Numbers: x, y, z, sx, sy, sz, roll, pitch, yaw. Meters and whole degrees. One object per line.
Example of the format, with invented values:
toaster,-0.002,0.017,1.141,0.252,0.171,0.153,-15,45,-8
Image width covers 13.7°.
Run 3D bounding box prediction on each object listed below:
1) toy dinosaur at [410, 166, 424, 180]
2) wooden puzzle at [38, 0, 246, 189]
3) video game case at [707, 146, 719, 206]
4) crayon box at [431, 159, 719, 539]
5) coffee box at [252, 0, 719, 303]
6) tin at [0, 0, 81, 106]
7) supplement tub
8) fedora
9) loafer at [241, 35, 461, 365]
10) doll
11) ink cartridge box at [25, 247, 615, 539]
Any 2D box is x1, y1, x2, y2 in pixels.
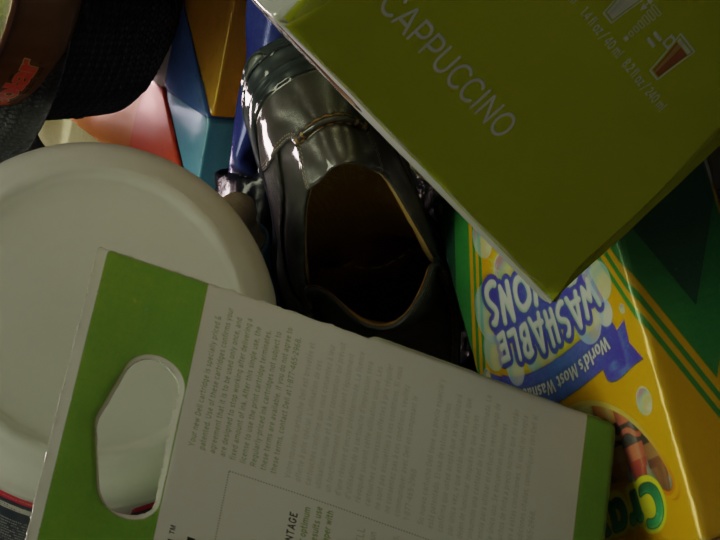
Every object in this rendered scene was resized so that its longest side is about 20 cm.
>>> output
toy dinosaur,0.019,-0.135,1.204,0.047,0.088,0.201,27,113,38
wooden puzzle,-0.084,-0.112,1.377,0.200,0.037,0.186,30,114,47
video game case,0.149,-0.096,1.094,0.200,0.023,0.183,-49,54,39
crayon box,0.098,0.045,1.110,0.126,0.051,0.201,-36,67,60
coffee box,0.043,-0.151,0.993,0.200,0.200,0.198,-43,51,3
tin,-0.162,-0.164,1.270,0.112,0.042,0.200,-43,51,50
supplement tub,-0.111,0.043,1.174,0.200,0.140,0.141,118,141,-71
fedora,-0.138,-0.140,1.350,0.200,0.091,0.201,-13,74,55
loafer,0.000,0.000,1.176,0.072,0.073,0.200,-106,-5,-46
doll,-0.038,-0.033,1.254,0.136,0.048,0.201,-44,-43,-81
ink cartridge box,-0.021,0.096,1.032,0.076,0.200,0.148,126,160,-50
